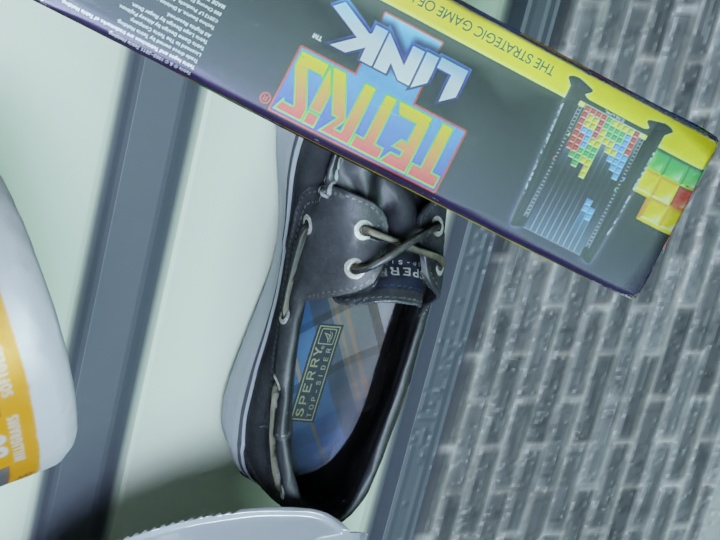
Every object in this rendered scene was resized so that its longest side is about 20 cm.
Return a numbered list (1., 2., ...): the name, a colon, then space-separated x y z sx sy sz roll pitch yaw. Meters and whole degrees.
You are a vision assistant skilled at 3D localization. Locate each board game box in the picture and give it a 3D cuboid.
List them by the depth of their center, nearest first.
1. board game box: -0.017 -0.072 0.770 0.199 0.165 0.057 26 94 -21

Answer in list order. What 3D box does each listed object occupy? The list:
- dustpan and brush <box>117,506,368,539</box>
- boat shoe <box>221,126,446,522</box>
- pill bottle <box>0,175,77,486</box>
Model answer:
1. dustpan and brush: -0.104 0.138 0.950 0.199 0.057 0.140 -17 146 -18
2. boat shoe: 0.000 0.000 0.914 0.070 0.066 0.201 6 115 -30
3. pill bottle: -0.197 0.038 0.802 0.199 0.116 0.117 -20 126 -16
